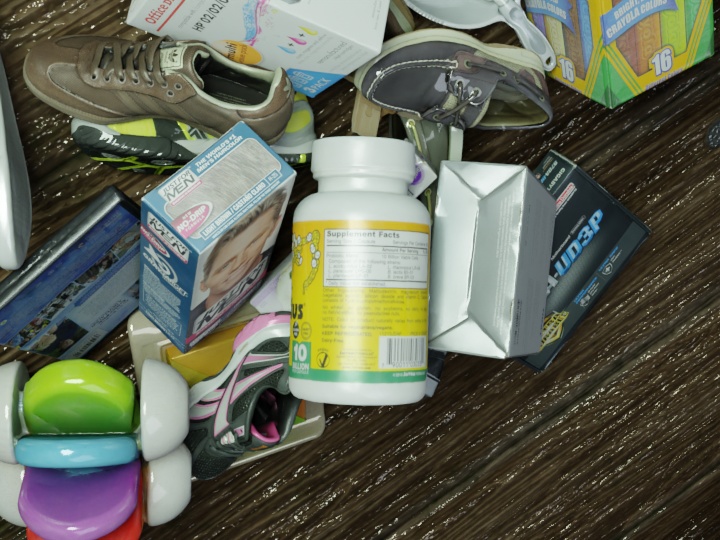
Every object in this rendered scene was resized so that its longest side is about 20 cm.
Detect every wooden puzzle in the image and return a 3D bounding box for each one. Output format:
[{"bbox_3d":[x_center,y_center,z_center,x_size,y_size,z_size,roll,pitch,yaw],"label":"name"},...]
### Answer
[{"bbox_3d":[-0.118,0.106,0.946,0.183,0.037,0.202,-16,124,-20],"label":"wooden puzzle"}]

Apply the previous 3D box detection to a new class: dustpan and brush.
[{"bbox_3d":[0.110,-0.246,0.851,0.140,0.057,0.200,-46,131,2],"label":"dustpan and brush"}]

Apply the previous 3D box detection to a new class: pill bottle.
[{"bbox_3d":[0.000,0.000,0.787,0.112,0.112,0.203,2,89,-30],"label":"pill bottle"}]

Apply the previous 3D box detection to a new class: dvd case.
[{"bbox_3d":[-0.209,0.010,0.771,0.143,0.018,0.200,-43,168,-4],"label":"dvd case"}]

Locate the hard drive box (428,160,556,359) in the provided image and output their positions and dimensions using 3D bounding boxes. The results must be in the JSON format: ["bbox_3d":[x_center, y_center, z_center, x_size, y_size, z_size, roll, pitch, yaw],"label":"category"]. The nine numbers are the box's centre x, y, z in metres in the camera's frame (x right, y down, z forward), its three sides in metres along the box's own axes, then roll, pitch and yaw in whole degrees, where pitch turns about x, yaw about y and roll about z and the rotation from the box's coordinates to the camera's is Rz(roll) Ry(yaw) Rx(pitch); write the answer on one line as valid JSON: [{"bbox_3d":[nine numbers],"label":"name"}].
[{"bbox_3d":[0.121,-0.004,0.891,0.200,0.076,0.158,13,84,-71],"label":"hard drive box"}]

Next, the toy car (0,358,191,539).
[{"bbox_3d":[-0.229,0.171,0.820,0.173,0.151,0.202,1,130,-7],"label":"toy car"}]

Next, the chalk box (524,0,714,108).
[{"bbox_3d":[0.218,-0.269,0.858,0.124,0.124,0.201,-28,128,-12],"label":"chalk box"}]

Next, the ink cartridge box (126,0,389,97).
[{"bbox_3d":[-0.091,-0.201,0.704,0.198,0.115,0.069,18,74,-25],"label":"ink cartridge box"}]

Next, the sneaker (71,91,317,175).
[{"bbox_3d":[-0.132,-0.119,0.797,0.198,0.075,0.077,-2,88,-26],"label":"sneaker"}]

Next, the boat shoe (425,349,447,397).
[{"bbox_3d":[0.028,0.065,0.977,0.199,0.073,0.069,33,81,-44],"label":"boat shoe"}]

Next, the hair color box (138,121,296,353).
[{"bbox_3d":[-0.117,-0.018,0.775,0.100,0.060,0.200,-44,171,-26],"label":"hair color box"}]

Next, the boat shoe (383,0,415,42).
[{"bbox_3d":[-0.022,-0.251,0.771,0.199,0.071,0.077,36,64,-38],"label":"boat shoe"}]

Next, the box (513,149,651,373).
[{"bbox_3d":[0.197,-0.005,1.052,0.158,0.046,0.201,31,100,-38],"label":"box"}]

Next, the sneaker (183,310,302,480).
[{"bbox_3d":[-0.104,0.129,0.879,0.080,0.087,0.201,9,130,-31],"label":"sneaker"}]

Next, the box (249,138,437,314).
[{"bbox_3d":[-0.016,-0.030,0.871,0.039,0.041,0.200,43,103,-13],"label":"box"}]

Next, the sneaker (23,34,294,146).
[{"bbox_3d":[-0.144,-0.147,0.724,0.198,0.071,0.076,9,154,-11],"label":"sneaker"}]

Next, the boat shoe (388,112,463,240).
[{"bbox_3d":[0.054,-0.063,0.924,0.060,0.072,0.204,-10,116,-22],"label":"boat shoe"}]

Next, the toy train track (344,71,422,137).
[{"bbox_3d":[-0.030,-0.174,0.825,0.199,0.032,0.116,23,65,-28],"label":"toy train track"}]

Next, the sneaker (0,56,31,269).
[{"bbox_3d":[-0.286,-0.089,0.672,0.098,0.071,0.202,-13,80,-11],"label":"sneaker"}]

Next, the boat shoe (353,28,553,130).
[{"bbox_3d":[0.087,-0.151,0.827,0.198,0.065,0.072,-2,145,-38],"label":"boat shoe"}]
